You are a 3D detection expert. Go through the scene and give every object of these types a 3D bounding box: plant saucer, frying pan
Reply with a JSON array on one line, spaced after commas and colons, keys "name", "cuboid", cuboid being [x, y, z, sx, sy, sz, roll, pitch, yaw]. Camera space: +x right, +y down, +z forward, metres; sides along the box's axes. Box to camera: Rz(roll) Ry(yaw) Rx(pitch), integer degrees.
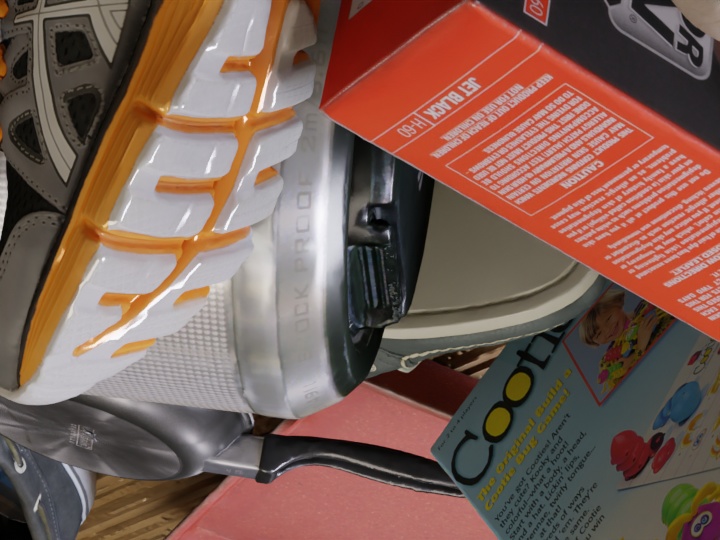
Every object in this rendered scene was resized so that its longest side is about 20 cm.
[{"name": "plant saucer", "cuboid": [0.039, 0.102, 1.033, 0.200, 0.037, 0.200, 22, 144, -17]}, {"name": "frying pan", "cuboid": [-0.062, 0.060, 0.947, 0.190, 0.031, 0.115, 27, 156, -22]}]

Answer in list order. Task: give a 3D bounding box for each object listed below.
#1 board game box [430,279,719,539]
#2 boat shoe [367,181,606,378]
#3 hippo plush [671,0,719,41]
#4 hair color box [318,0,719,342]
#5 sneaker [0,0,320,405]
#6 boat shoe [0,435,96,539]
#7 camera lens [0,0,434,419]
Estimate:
[{"name": "board game box", "cuboid": [0.119, 0.078, 0.816, 0.103, 0.200, 0.105, 31, 99, -27]}, {"name": "boat shoe", "cuboid": [0.000, 0.000, 0.860, 0.200, 0.073, 0.062, -1, 150, 35]}, {"name": "hippo plush", "cuboid": [0.121, -0.142, 0.528, 0.200, 0.159, 0.161, -3, 110, 52]}, {"name": "hair color box", "cuboid": [0.092, -0.043, 0.666, 0.200, 0.102, 0.061, 29, 141, -25]}, {"name": "sneaker", "cuboid": [-0.053, -0.066, 0.620, 0.077, 0.200, 0.078, 21, -173, 19]}, {"name": "boat shoe", "cuboid": [-0.153, 0.055, 1.001, 0.068, 0.057, 0.200, -4, 143, 22]}, {"name": "camera lens", "cuboid": [-0.081, -0.047, 0.741, 0.199, 0.160, 0.160, 6, 146, 8]}]
